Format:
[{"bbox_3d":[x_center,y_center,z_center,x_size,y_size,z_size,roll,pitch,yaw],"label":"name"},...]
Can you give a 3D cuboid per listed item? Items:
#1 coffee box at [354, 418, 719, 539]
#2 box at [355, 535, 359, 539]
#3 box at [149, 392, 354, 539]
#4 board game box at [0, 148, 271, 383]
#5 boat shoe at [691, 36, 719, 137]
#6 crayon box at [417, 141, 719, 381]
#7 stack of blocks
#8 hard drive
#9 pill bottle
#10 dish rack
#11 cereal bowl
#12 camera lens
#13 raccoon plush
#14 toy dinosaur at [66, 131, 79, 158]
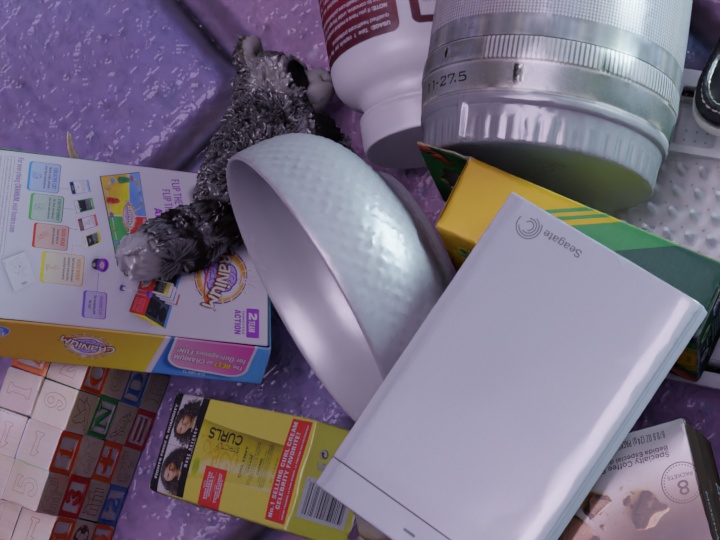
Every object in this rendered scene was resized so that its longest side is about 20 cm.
[{"bbox_3d":[0.109,0.167,1.059,0.199,0.080,0.114,-16,70,16],"label":"coffee box"},{"bbox_3d":[0.108,0.193,1.163,0.192,0.122,0.200,33,90,24],"label":"box"},{"bbox_3d":[-0.068,0.128,1.227,0.200,0.050,0.076,5,77,59],"label":"box"},{"bbox_3d":[-0.160,-0.004,1.272,0.199,0.040,0.154,7,49,-10],"label":"board game box"},{"bbox_3d":[0.278,-0.168,1.186,0.200,0.060,0.074,-44,59,-13],"label":"boat shoe"},{"bbox_3d":[0.122,-0.004,1.140,0.199,0.127,0.051,24,81,16],"label":"crayon box"},{"bbox_3d":[-0.214,0.150,1.300,0.058,0.115,0.201,17,85,23],"label":"stack of blocks"},{"bbox_3d":[0.082,0.072,1.041,0.132,0.027,0.200,33,86,27],"label":"hard drive"},{"bbox_3d":[0.028,-0.178,1.284,0.112,0.113,0.201,-14,73,17],"label":"pill bottle"},{"bbox_3d":[0.222,-0.025,1.214,0.171,0.044,0.201,11,82,22],"label":"dish rack"},{"bbox_3d":[0.000,0.000,1.169,0.083,0.200,0.200,-28,67,-15],"label":"cereal bowl"},{"bbox_3d":[0.124,-0.152,1.172,0.159,0.160,0.201,4,76,22],"label":"camera lens"},{"bbox_3d":[-0.097,-0.087,1.277,0.199,0.097,0.134,-17,49,-27],"label":"raccoon plush"},{"bbox_3d":[-0.155,-0.008,1.357,0.200,0.058,0.101,33,76,16],"label":"toy dinosaur"}]
